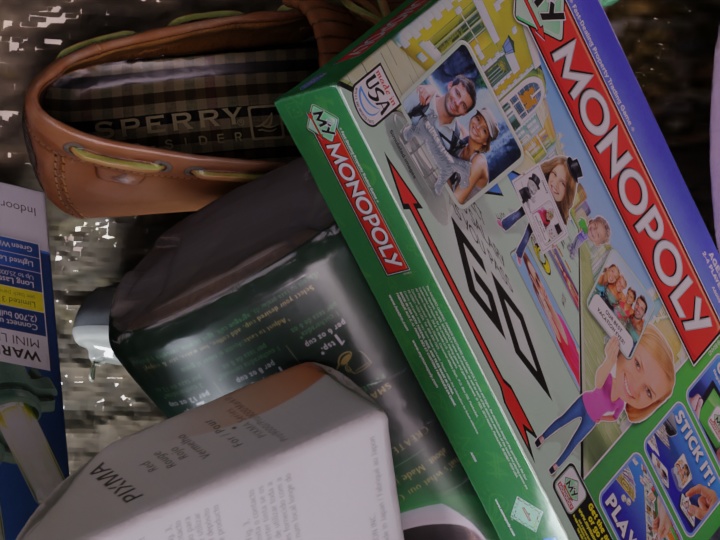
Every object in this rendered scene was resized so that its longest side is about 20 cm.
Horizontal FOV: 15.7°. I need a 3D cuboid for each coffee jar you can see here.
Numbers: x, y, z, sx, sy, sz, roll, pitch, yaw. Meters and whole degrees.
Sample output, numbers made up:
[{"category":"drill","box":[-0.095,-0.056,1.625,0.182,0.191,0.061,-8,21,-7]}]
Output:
[{"category":"coffee jar","box":[0.012,0.062,0.861,0.104,0.085,0.200,-26,113,20]}]

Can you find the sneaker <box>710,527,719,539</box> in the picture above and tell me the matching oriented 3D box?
[{"category":"sneaker","box":[0.165,0.117,0.960,0.199,0.080,0.130,-21,129,7]}]

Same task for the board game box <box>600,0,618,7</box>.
[{"category":"board game box","box":[0.024,-0.194,0.858,0.200,0.026,0.200,9,113,-18]}]

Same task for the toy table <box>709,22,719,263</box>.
[{"category":"toy table","box":[0.202,-0.034,0.886,0.184,0.117,0.200,-59,143,-25]}]

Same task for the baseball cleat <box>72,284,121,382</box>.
[{"category":"baseball cleat","box":[0.000,0.000,0.933,0.200,0.070,0.107,6,80,-2]}]

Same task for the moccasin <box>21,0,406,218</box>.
[{"category":"moccasin","box":[-0.013,-0.064,0.877,0.201,0.078,0.074,-2,73,-5]}]

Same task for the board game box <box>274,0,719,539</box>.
[{"category":"board game box","box":[0.062,0.002,0.830,0.029,0.135,0.200,-14,110,43]}]

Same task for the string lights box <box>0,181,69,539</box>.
[{"category":"string lights box","box":[-0.150,0.060,0.831,0.103,0.200,0.059,13,141,-31]}]

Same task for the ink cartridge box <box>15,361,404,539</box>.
[{"category":"ink cartridge box","box":[-0.075,0.136,0.772,0.200,0.050,0.162,-20,119,-23]}]
